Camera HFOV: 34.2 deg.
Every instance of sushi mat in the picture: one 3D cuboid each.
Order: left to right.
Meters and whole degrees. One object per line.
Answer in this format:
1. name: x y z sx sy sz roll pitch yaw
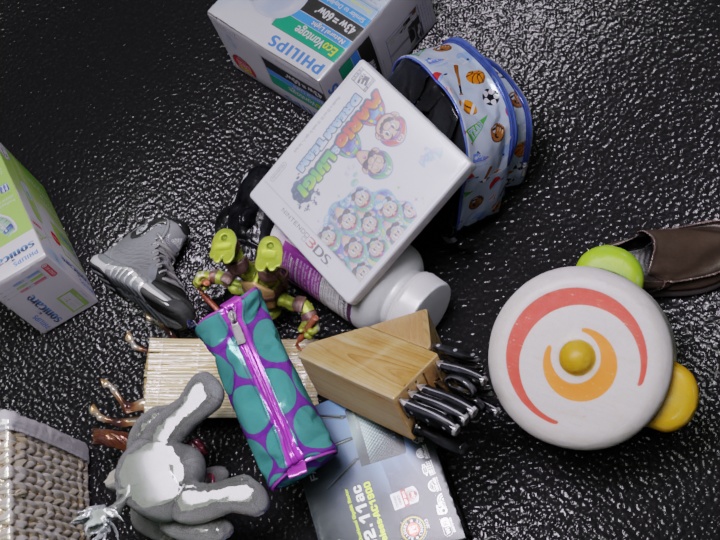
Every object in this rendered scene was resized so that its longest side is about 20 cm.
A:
1. sushi mat: -0.146 0.122 1.329 0.199 0.012 0.096 0 68 -5

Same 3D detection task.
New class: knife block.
1. knife block: 0.037 0.127 1.180 0.199 0.064 0.176 -16 34 12

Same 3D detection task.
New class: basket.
1. basket: -0.417 0.262 1.273 0.197 0.200 0.161 -13 70 9

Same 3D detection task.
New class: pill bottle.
1. pill bottle: 0.000 0.000 1.323 0.200 0.112 0.112 33 78 25

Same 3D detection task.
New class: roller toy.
1. roller toy: 0.227 0.090 1.185 0.182 0.140 0.201 -27 80 14

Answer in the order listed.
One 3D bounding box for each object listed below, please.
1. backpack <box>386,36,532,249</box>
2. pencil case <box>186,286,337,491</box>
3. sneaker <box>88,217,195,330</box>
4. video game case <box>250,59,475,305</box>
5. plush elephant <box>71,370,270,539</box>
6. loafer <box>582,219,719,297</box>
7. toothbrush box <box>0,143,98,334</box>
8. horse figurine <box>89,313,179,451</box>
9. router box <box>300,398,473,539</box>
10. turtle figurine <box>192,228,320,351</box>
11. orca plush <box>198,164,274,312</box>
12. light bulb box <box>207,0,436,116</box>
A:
1. backpack: 0.107 -0.161 1.323 0.154 0.191 0.200 -32 62 -19
2. pencil case: -0.100 0.123 1.213 0.085 0.092 0.200 -27 79 -5
3. sneaker: -0.235 -0.010 1.392 0.200 0.075 0.116 26 66 43
4. video game case: -0.002 -0.096 1.262 0.200 0.024 0.182 -49 66 12
5. plush elephant: -0.199 0.238 1.258 0.200 0.155 0.165 -31 72 -9
6. loafer: 0.327 -0.010 1.264 0.199 0.071 0.073 -17 64 7
7. toothbrush box: -0.421 -0.043 1.433 0.086 0.146 0.200 -30 62 -1
8. horse figurine: -0.229 0.134 1.353 0.132 0.050 0.200 24 66 9
9. router box: 0.018 0.224 1.246 0.149 0.062 0.201 -22 63 6
10. turtle figurine: -0.102 0.018 1.300 0.199 0.161 0.065 24 65 18
11. orca plush: -0.146 -0.045 1.403 0.105 0.071 0.200 21 74 22
12. light bulb box: -0.046 -0.318 1.468 0.198 0.125 0.200 34 78 25
